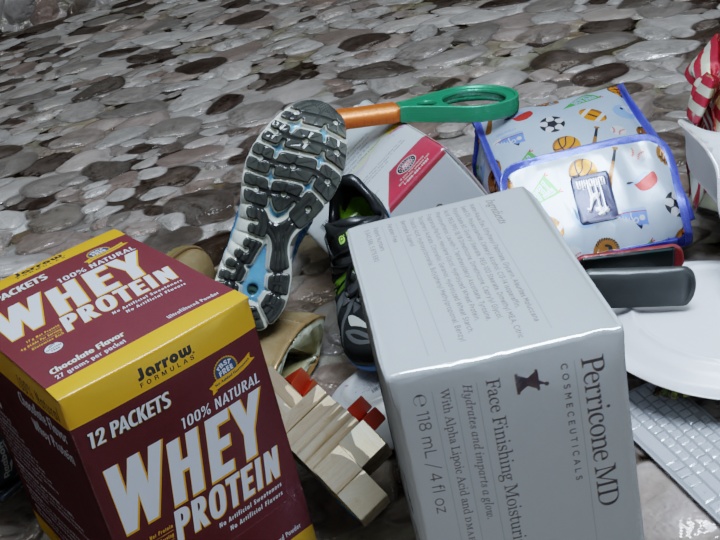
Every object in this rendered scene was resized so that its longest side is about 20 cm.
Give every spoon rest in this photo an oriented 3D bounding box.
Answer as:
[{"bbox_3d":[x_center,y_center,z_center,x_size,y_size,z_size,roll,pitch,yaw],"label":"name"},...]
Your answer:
[{"bbox_3d":[0.061,0.086,0.862,0.199,0.061,0.099,-30,27,-5],"label":"spoon rest"}]

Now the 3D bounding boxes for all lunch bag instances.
[{"bbox_3d":[0.205,-0.078,1.038,0.169,0.124,0.201,-12,43,0],"label":"lunch bag"}]

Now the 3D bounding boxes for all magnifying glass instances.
[{"bbox_3d":[0.057,-0.155,1.055,0.199,0.023,0.080,-7,24,-9],"label":"magnifying glass"}]

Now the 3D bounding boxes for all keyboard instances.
[{"bbox_3d":[0.235,0.129,0.735,0.056,0.011,0.200,-18,27,-11],"label":"keyboard"}]

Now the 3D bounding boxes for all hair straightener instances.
[{"bbox_3d":[0.153,0.016,0.812,0.199,0.041,0.077,-1,30,-3],"label":"hair straightener"}]

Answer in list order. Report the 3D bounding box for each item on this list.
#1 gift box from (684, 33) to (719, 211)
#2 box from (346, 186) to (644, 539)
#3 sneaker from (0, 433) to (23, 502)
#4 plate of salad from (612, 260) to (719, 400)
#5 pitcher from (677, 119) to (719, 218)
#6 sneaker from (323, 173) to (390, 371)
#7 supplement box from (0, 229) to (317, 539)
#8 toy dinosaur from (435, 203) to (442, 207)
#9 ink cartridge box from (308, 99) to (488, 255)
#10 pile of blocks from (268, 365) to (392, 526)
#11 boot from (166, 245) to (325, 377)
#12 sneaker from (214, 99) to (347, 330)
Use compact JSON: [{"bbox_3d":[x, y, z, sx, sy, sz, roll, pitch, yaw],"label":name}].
[{"bbox_3d":[0.381,-0.129,0.973,0.186,0.201,0.185,16,25,6],"label":"gift box"},{"bbox_3d":[0.081,0.084,0.681,0.130,0.200,0.200,-14,26,-1],"label":"box"},{"bbox_3d":[-0.248,0.128,0.848,0.198,0.080,0.130,-11,14,5],"label":"sneaker"},{"bbox_3d":[0.276,0.048,0.827,0.199,0.048,0.200,-4,29,2],"label":"plate of salad"},{"bbox_3d":[0.360,-0.069,0.822,0.199,0.121,0.172,-16,63,17],"label":"pitcher"},{"bbox_3d":[0.000,0.000,0.891,0.070,0.083,0.200,-21,46,11],"label":"sneaker"},{"bbox_3d":[-0.155,0.106,0.742,0.132,0.201,0.197,-29,31,-29],"label":"supplement box"},{"bbox_3d":[0.116,-0.007,0.958,0.199,0.102,0.058,6,12,30],"label":"toy dinosaur"},{"bbox_3d":[0.017,-0.072,1.079,0.146,0.083,0.200,-47,30,1],"label":"ink cartridge box"},{"bbox_3d":[-0.015,0.118,0.763,0.062,0.082,0.200,-43,28,-10],"label":"pile of blocks"},{"bbox_3d":[-0.118,0.046,1.001,0.199,0.066,0.175,3,43,29],"label":"boot"},{"bbox_3d":[-0.075,-0.052,0.926,0.078,0.201,0.090,23,6,-11],"label":"sneaker"}]
